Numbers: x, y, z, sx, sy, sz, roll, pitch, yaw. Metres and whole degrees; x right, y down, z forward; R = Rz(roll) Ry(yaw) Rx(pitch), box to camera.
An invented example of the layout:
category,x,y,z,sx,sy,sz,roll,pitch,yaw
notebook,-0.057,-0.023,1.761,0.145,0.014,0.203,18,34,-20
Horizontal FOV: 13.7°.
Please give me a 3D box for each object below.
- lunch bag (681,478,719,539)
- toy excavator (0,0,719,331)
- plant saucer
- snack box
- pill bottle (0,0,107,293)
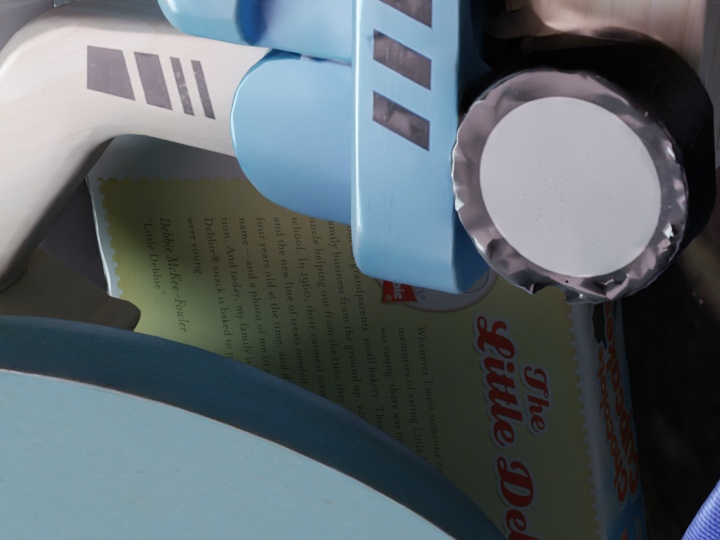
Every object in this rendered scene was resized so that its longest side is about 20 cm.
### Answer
category,x,y,z,sx,sy,sz,roll,pitch,yaw
lunch bag,0.134,0.104,0.532,0.170,0.127,0.200,51,135,25
toy excavator,-0.012,-0.048,0.609,0.199,0.100,0.195,13,120,21
plant saucer,-0.048,0.064,0.662,0.199,0.028,0.200,12,149,8
snack box,0.000,0.000,0.696,0.116,0.037,0.201,0,115,19
pill bottle,-0.089,-0.011,0.811,0.116,0.116,0.201,17,123,52
